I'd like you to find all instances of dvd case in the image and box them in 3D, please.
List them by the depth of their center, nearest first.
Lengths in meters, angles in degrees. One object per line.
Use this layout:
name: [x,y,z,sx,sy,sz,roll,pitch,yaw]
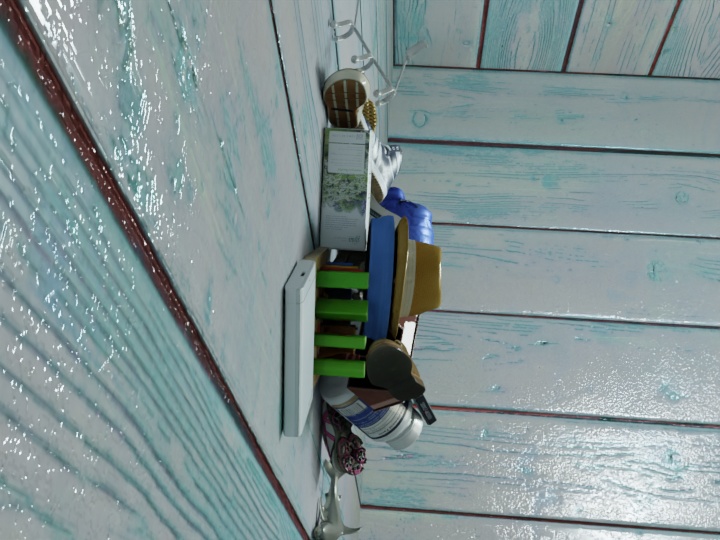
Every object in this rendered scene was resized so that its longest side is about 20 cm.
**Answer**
dvd case: [0.076,0.182,1.713,0.201,0.025,0.151,59,-2,30]

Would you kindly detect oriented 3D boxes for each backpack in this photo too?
backpack: [0.058,-0.089,1.923,0.163,0.196,0.171,65,29,-81]

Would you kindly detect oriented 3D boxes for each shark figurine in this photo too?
shark figurine: [-0.039,0.472,1.764,0.216,0.088,0.130,-77,171,-58]

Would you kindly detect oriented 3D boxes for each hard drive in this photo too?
hard drive: [-0.081,0.102,1.222,0.132,0.026,0.204,-74,167,-73]

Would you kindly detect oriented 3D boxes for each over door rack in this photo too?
over door rack: [0.018,-0.363,1.462,0.149,0.066,0.200,57,-19,4]

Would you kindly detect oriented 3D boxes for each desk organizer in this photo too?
desk organizer: [0.042,0.133,1.578,0.077,0.071,0.202,40,44,-29]

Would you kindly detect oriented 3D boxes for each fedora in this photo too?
fedora: [0.088,0.014,1.436,0.201,0.080,0.204,-175,-90,-88]

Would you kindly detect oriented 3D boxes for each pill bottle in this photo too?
pill bottle: [0.026,0.241,1.658,0.200,0.110,0.112,44,35,-32]

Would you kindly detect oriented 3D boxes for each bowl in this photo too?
bowl: [0.027,0.012,1.459,0.201,0.039,0.205,-175,-90,-89]

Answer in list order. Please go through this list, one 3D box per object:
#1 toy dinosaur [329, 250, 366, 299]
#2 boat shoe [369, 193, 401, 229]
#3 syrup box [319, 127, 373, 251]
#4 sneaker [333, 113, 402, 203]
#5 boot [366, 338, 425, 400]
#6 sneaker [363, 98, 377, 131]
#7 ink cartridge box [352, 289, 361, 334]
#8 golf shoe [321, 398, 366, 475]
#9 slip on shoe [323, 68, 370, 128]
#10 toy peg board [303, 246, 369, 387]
toy dinosaur: [0.000,0.000,1.607,0.102,0.199,0.078,-33,132,-27]
boat shoe: [0.016,-0.078,1.650,0.200,0.074,0.094,45,-27,44]
syrup box: [-0.023,-0.137,1.537,0.081,0.077,0.204,-63,156,-82]
sneaker: [0.017,-0.236,1.687,0.109,0.069,0.202,-53,134,-41]
boot: [0.047,0.141,1.441,0.200,0.073,0.076,55,16,-60]
sneaker: [-0.011,-0.245,1.807,0.090,0.074,0.204,140,-46,-66]
ink cartridge box: [-0.015,0.084,1.817,0.147,0.081,0.204,-9,103,-86]
golf shoe: [-0.048,0.285,1.724,0.091,0.072,0.204,-2,-84,53]
slip on shoe: [-0.020,-0.291,1.471,0.200,0.075,0.062,90,9,-79]
toy peg board: [-0.033,0.074,1.414,0.199,0.096,0.204,-54,148,-83]
